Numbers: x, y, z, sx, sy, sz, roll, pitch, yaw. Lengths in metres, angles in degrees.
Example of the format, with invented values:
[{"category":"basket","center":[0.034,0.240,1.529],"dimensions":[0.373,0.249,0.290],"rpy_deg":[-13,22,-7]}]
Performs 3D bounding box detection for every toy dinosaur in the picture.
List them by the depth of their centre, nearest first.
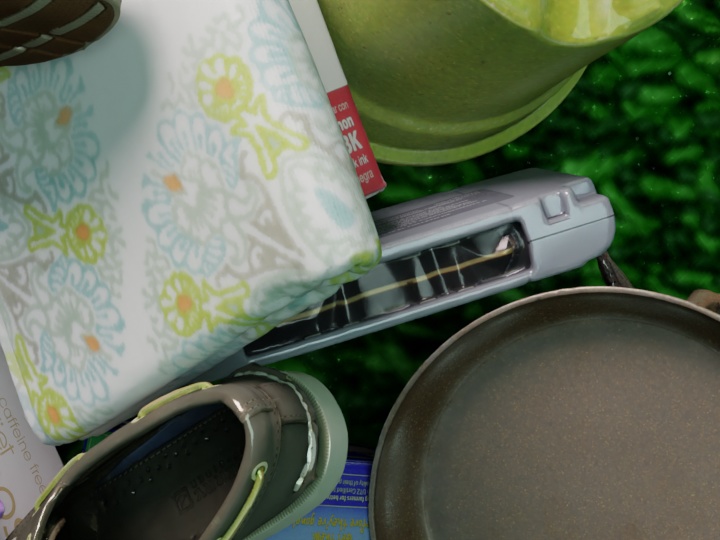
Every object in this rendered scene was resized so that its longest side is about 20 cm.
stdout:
[{"category":"toy dinosaur","center":[0.114,0.086,0.809],"dimensions":[0.085,0.201,0.136],"rpy_deg":[15,47,11]}]

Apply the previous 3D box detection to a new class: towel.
[{"category":"towel","center":[-0.086,-0.043,0.668],"dimensions":[0.048,0.199,0.172],"rpy_deg":[-15,77,-46]}]

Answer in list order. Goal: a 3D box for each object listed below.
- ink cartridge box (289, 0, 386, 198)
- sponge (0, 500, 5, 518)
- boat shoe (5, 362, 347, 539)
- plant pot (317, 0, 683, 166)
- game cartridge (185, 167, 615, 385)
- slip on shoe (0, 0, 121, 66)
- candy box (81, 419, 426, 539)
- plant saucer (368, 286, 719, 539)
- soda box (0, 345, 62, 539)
[{"category":"ink cartridge box","center":[-0.095,-0.100,0.750],"dimensions":[0.083,0.146,0.202],"rpy_deg":[-27,100,-50]},{"category":"sponge","center":[-0.234,0.054,0.722],"dimensions":[0.200,0.112,0.030],"rpy_deg":[49,37,6]},{"category":"boat shoe","center":[-0.095,0.104,0.669],"dimensions":[0.201,0.060,0.072],"rpy_deg":[-39,68,19]},{"category":"plant pot","center":[0.055,-0.149,0.759],"dimensions":[0.198,0.184,0.203],"rpy_deg":[0,90,-19]},{"category":"game cartridge","center":[0.000,0.000,0.785],"dimensions":[0.198,0.133,0.041],"rpy_deg":[-17,102,-6]},{"category":"slip on shoe","center":[-0.158,-0.104,0.646],"dimensions":[0.076,0.199,0.061],"rpy_deg":[8,81,-41]},{"category":"candy box","center":[-0.052,0.172,0.772],"dimensions":[0.168,0.077,0.202],"rpy_deg":[12,88,-49]},{"category":"plant saucer","center":[0.103,0.101,0.753],"dimensions":[0.198,0.032,0.202],"rpy_deg":[3,104,12]},{"category":"soda box","center":[-0.182,0.068,0.766],"dimensions":[0.068,0.063,0.201],"rpy_deg":[-34,102,-55]}]
